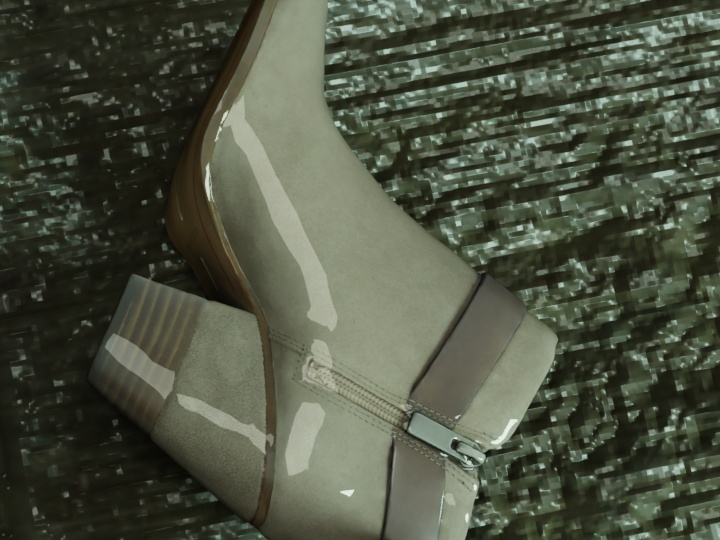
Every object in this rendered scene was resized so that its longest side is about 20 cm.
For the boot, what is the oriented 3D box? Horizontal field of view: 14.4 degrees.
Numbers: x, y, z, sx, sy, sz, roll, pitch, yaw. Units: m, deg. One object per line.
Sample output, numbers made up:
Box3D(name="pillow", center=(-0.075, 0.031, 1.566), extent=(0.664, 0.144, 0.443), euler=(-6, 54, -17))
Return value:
Box3D(name="boot", center=(0.000, 0.000, 0.991), extent=(0.146, 0.070, 0.200), euler=(23, 76, -4))
